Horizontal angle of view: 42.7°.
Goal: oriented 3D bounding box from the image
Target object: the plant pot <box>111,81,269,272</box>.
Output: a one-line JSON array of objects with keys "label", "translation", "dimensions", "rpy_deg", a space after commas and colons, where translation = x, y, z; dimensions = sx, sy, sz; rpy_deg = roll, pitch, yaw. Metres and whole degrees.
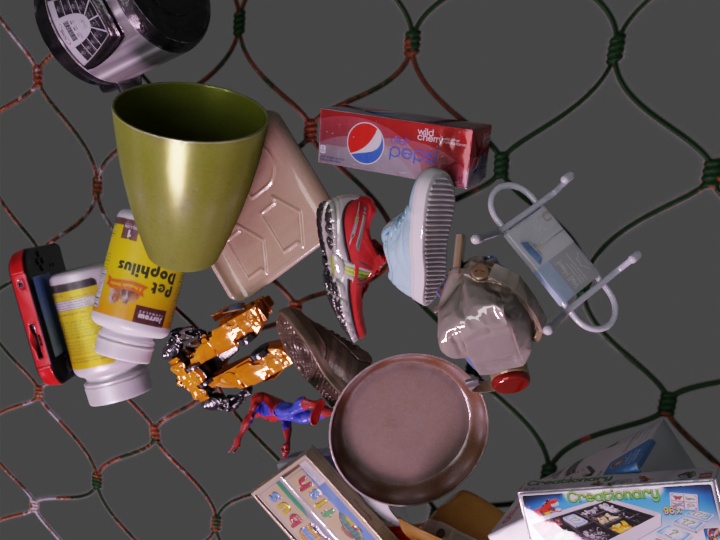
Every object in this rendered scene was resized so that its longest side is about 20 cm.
[{"label": "plant pot", "translation": [-0.216, -0.107, 1.150], "dimensions": [0.187, 0.187, 0.201], "rpy_deg": [24, 123, 22]}]

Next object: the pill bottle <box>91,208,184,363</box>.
[{"label": "pill bottle", "translation": [-0.304, 0.022, 1.271], "dimensions": [0.109, 0.109, 0.201], "rpy_deg": [12, 87, 26]}]

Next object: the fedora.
[{"label": "fedora", "translation": [0.143, 0.325, 1.124], "dimensions": [0.200, 0.201, 0.082], "rpy_deg": [23, 72, 23]}]

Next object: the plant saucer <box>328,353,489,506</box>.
[{"label": "plant saucer", "translation": [0.058, 0.193, 1.138], "dimensions": [0.199, 0.032, 0.201], "rpy_deg": [-2, 104, -8]}]

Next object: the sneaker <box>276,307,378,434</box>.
[{"label": "sneaker", "translation": [-0.029, 0.121, 1.200], "dimensions": [0.200, 0.075, 0.070], "rpy_deg": [52, 148, 7]}]

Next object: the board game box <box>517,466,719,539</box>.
[{"label": "board game box", "translation": [0.267, 0.267, 0.916], "dimensions": [0.199, 0.035, 0.127], "rpy_deg": [-12, 96, 31]}]

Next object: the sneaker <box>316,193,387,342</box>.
[{"label": "sneaker", "translation": [0.000, 0.000, 1.152], "dimensions": [0.077, 0.085, 0.201], "rpy_deg": [-128, 29, -58]}]

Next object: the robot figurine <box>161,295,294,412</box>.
[{"label": "robot figurine", "translation": [-0.181, 0.117, 1.278], "dimensions": [0.200, 0.058, 0.145], "rpy_deg": [-27, 105, 31]}]

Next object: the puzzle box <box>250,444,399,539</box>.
[{"label": "puzzle box", "translation": [-0.042, 0.341, 1.237], "dimensions": [0.200, 0.025, 0.133], "rpy_deg": [48, 126, -1]}]

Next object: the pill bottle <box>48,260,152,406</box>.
[{"label": "pill bottle", "translation": [-0.379, 0.090, 1.359], "dimensions": [0.114, 0.114, 0.201], "rpy_deg": [-10, 96, 31]}]

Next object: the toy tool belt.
[{"label": "toy tool belt", "translation": [0.148, 0.049, 1.055], "dimensions": [0.124, 0.200, 0.123], "rpy_deg": [-16, 57, 14]}]

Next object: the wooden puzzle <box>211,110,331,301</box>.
[{"label": "wooden puzzle", "translation": [-0.135, -0.084, 1.225], "dimensions": [0.200, 0.046, 0.186], "rpy_deg": [-34, 85, 26]}]

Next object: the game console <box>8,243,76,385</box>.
[{"label": "game console", "translation": [-0.455, 0.062, 1.370], "dimensions": [0.031, 0.177, 0.201], "rpy_deg": [-13, 95, 5]}]

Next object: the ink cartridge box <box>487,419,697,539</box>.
[{"label": "ink cartridge box", "translation": [0.261, 0.263, 1.024], "dimensions": [0.200, 0.145, 0.084], "rpy_deg": [-36, 83, 31]}]

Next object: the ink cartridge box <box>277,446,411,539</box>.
[{"label": "ink cartridge box", "translation": [-0.015, 0.339, 1.254], "dimensions": [0.160, 0.047, 0.201], "rpy_deg": [-15, 93, 31]}]

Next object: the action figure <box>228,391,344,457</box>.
[{"label": "action figure", "translation": [-0.103, 0.211, 1.217], "dimensions": [0.200, 0.065, 0.099], "rpy_deg": [-2, 65, 56]}]

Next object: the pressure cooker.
[{"label": "pressure cooker", "translation": [-0.316, -0.333, 1.191], "dimensions": [0.199, 0.178, 0.177], "rpy_deg": [-14, 64, 31]}]

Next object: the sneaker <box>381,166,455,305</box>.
[{"label": "sneaker", "translation": [0.057, -0.043, 1.075], "dimensions": [0.082, 0.074, 0.201], "rpy_deg": [27, 138, 23]}]

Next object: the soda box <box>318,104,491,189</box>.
[{"label": "soda box", "translation": [0.050, -0.150, 1.091], "dimensions": [0.199, 0.063, 0.070], "rpy_deg": [13, 109, 25]}]

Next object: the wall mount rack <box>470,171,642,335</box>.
[{"label": "wall mount rack", "translation": [0.200, -0.014, 0.979], "dimensions": [0.200, 0.174, 0.075], "rpy_deg": [52, 152, 9]}]
